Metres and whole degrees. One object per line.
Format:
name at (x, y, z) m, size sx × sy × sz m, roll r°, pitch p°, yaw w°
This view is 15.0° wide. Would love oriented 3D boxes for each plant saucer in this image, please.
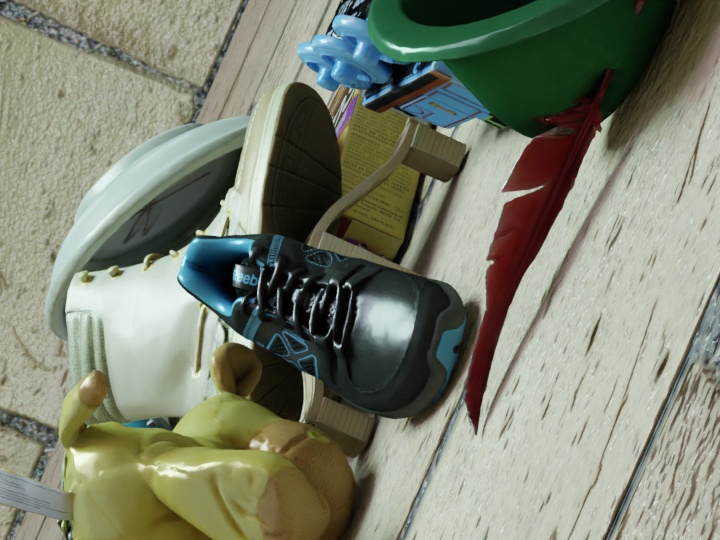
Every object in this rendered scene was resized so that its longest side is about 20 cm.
plant saucer at (-0.118, -0.037, 1.669) m, size 0.200 × 0.050 × 0.200 m, roll -34°, pitch -16°, yaw -11°

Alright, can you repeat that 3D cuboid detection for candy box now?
candy box at (-0.003, -0.053, 1.706) m, size 0.201 × 0.056 × 0.117 m, roll -74°, pitch 10°, yaw -49°

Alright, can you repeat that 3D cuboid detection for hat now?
hat at (0.107, -0.072, 1.211) m, size 0.199 × 0.177 × 0.166 m, roll -21°, pitch 27°, yaw 21°

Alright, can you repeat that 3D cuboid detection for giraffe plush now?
giraffe plush at (-0.072, 0.125, 1.405) m, size 0.162 × 0.199 × 0.173 m, roll -23°, pitch -39°, yaw -58°

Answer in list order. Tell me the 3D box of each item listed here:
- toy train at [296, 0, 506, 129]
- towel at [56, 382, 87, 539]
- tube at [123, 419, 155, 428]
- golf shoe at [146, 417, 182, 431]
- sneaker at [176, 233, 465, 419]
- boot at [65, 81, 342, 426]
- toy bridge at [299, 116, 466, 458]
toy train at (0.038, -0.123, 1.441) m, size 0.087 × 0.114 × 0.200 m, roll -64°, pitch 9°, yaw -8°
towel at (-0.169, 0.169, 1.846) m, size 0.200 × 0.023 × 0.144 m, roll 76°, pitch -169°, yaw -53°
tube at (-0.128, 0.144, 1.687) m, size 0.077 × 0.050 × 0.201 m, roll 167°, pitch 90°, yaw -70°
golf shoe at (-0.072, 0.081, 1.605) m, size 0.095 × 0.078 × 0.200 m, roll -46°, pitch 47°, yaw 17°
sneaker at (-0.022, 0.024, 1.383) m, size 0.200 × 0.082 × 0.074 m, roll 12°, pitch 83°, yaw 57°
boot at (-0.092, -0.007, 1.560) m, size 0.154 × 0.072 × 0.201 m, roll -2°, pitch 75°, yaw 38°
toy bridge at (0.000, 0.000, 1.506) m, size 0.027 × 0.067 × 0.201 m, roll 131°, pitch 160°, yaw -63°
